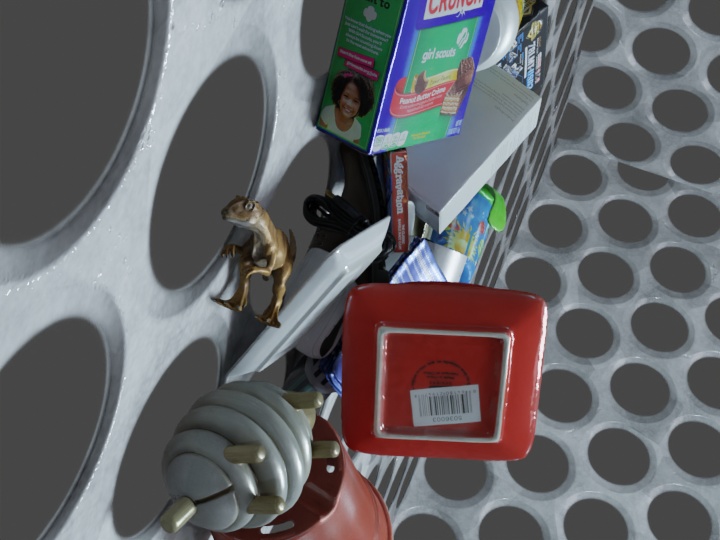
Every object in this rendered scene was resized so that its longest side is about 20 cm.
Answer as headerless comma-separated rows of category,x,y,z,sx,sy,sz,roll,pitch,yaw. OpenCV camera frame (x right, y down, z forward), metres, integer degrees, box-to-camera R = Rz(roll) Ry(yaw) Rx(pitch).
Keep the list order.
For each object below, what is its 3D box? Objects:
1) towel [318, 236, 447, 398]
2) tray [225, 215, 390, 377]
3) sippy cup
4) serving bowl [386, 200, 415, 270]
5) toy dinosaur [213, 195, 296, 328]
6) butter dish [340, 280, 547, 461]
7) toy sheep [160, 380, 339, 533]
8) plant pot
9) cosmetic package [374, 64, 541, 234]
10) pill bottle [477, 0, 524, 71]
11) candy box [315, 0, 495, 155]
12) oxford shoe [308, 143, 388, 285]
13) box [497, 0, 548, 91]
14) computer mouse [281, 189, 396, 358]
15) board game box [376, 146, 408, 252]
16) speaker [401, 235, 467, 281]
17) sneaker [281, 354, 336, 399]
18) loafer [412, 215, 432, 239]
towel,0.043,0.078,1.205,0.200,0.024,0.145,-52,134,-20
tray,-0.046,0.032,0.993,0.200,0.022,0.107,-48,171,35
sippy cup,0.121,-0.049,1.495,0.178,0.139,0.131,108,-5,-57
serving bowl,0.000,0.000,1.264,0.200,0.065,0.201,21,90,-78
toy dinosaur,-0.077,-0.006,0.928,0.200,0.060,0.107,61,49,-75
butter dish,0.082,0.082,1.087,0.148,0.198,0.201,-86,178,-64
toy sheep,-0.105,0.164,0.920,0.200,0.137,0.139,-31,142,-52
plant pot,-0.075,0.244,1.077,0.196,0.200,0.201,77,34,-54
cosmetic package,0.120,-0.160,1.305,0.200,0.113,0.081,-46,164,-10
pill bottle,0.125,-0.287,1.178,0.200,0.112,0.113,-63,169,-65
candy box,0.052,-0.226,1.009,0.169,0.077,0.201,-21,131,-51
oxford shoe,-0.014,-0.046,1.113,0.073,0.084,0.202,-103,-169,-84
box,0.176,-0.265,1.468,0.198,0.050,0.200,-43,160,-9
computer mouse,-0.039,0.019,1.078,0.044,0.109,0.201,-29,149,-49
board game box,0.032,-0.101,1.119,0.200,0.019,0.104,-100,-174,-69
speaker,0.063,0.060,1.294,0.081,0.081,0.201,27,82,-78
sneaker,-0.059,0.125,1.266,0.087,0.075,0.200,-40,177,8
loafer,0.045,-0.019,1.410,0.070,0.075,0.201,-52,160,-66
